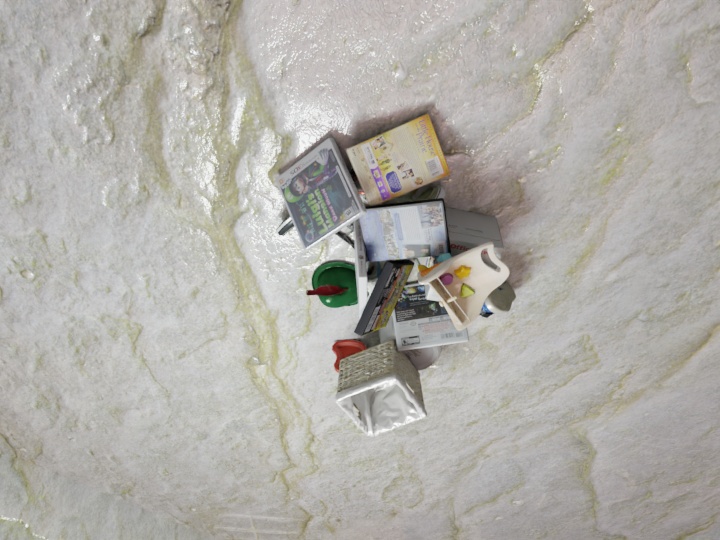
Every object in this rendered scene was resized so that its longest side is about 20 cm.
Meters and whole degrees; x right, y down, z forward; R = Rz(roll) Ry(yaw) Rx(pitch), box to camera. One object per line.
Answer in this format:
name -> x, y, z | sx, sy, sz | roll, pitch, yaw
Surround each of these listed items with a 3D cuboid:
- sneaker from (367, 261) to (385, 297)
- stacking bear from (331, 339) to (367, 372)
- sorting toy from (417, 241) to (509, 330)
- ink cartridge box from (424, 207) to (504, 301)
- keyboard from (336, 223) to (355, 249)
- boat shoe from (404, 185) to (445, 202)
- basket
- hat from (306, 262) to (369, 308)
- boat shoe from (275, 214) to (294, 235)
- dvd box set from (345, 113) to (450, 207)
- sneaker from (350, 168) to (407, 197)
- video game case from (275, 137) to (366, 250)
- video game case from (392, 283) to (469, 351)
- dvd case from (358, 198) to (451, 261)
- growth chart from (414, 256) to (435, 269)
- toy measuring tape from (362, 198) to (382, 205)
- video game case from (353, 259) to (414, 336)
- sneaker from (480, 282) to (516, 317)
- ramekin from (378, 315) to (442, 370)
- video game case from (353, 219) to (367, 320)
sneaker -> 0.047, 0.036, 1.416 | 0.081, 0.077, 0.200 | 9, 120, -4
stacking bear -> -0.013, 0.330, 1.638 | 0.114, 0.122, 0.200 | -13, 130, 1
sorting toy -> 0.247, 0.013, 1.178 | 0.180, 0.107, 0.200 | -31, 128, 14
ink cartridge box -> 0.256, -0.033, 1.291 | 0.145, 0.145, 0.200 | 11, 129, -3
keyboard -> -0.011, -0.110, 1.334 | 0.200, 0.021, 0.127 | 34, 124, -20
boat shoe -> 0.122, -0.136, 1.222 | 0.200, 0.072, 0.062 | -48, 118, -4
basket -> 0.058, 0.338, 1.460 | 0.200, 0.161, 0.198 | -25, 123, 17
hat -> -0.072, 0.089, 1.399 | 0.200, 0.176, 0.166 | 22, 128, -13
boat shoe -> -0.136, -0.142, 1.282 | 0.060, 0.076, 0.200 | 43, 122, -16
dvd box set -> 0.085, -0.247, 1.150 | 0.200, 0.029, 0.146 | -23, 105, 6
sneaker -> 0.026, -0.214, 1.212 | 0.200, 0.077, 0.082 | -2, 104, -10
video game case -> -0.097, -0.177, 1.189 | 0.182, 0.200, 0.023 | -31, 165, 27
video game case -> 0.190, 0.122, 1.424 | 0.200, 0.182, 0.023 | -10, 170, 14
dvd case -> 0.101, -0.091, 1.173 | 0.200, 0.018, 0.143 | -4, 122, 16
growth chart -> 0.168, -0.068, 1.276 | 0.018, 0.145, 0.200 | 1, 128, -12
toy measuring tape -> 0.039, -0.130, 1.276 | 0.200, 0.074, 0.074 | 22, 128, -14
video game case -> 0.065, 0.066, 1.314 | 0.025, 0.181, 0.200 | 28, 102, 20
sneaker -> 0.342, 0.091, 1.369 | 0.111, 0.200, 0.077 | -33, 85, 29
ramekin -> 0.153, 0.213, 1.528 | 0.200, 0.105, 0.200 | 2, 130, 3
video game case -> 0.000, 0.000, 1.286 | 0.024, 0.182, 0.200 | -3, 145, -2
